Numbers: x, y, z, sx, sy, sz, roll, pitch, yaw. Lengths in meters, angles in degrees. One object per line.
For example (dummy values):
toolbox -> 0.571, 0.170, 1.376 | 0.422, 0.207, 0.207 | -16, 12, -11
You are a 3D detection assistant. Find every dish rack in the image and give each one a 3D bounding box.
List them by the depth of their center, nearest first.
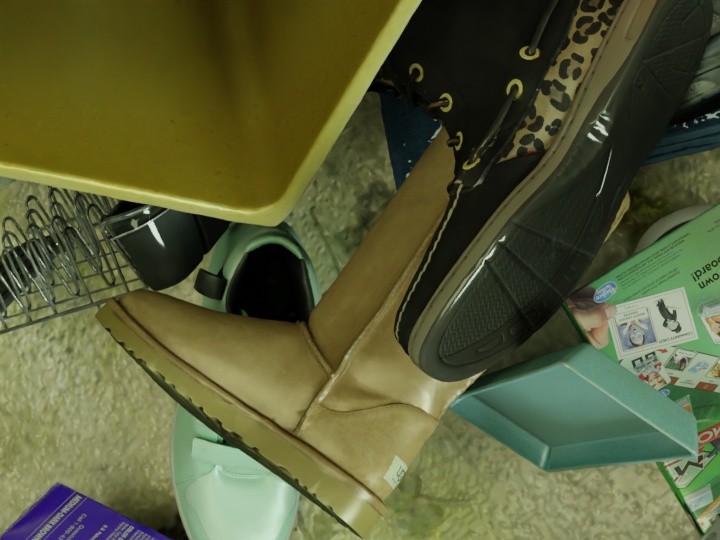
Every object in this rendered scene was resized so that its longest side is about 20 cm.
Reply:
dish rack -> -0.152, -0.019, 0.870 | 0.199, 0.154, 0.055 | -16, 110, 26

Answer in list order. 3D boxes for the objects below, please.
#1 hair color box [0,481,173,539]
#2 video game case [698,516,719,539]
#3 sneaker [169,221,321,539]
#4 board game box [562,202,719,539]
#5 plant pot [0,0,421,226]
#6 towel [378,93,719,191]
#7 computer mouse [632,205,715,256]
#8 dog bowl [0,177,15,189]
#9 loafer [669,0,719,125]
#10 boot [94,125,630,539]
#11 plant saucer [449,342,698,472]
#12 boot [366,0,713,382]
hair color box -> -0.103, 0.209, 0.879 | 0.199, 0.065, 0.110 | 21, 131, 21
video game case -> 0.208, 0.202, 0.730 | 0.199, 0.022, 0.183 | 34, 108, -12
sneaker -> -0.061, 0.073, 0.838 | 0.073, 0.118, 0.203 | 3, 93, -8
board game box -> 0.210, 0.020, 0.734 | 0.199, 0.029, 0.135 | -31, 80, 3
plant pot -> -0.095, -0.169, 0.697 | 0.196, 0.193, 0.201 | 124, 147, -43
towel -> 0.101, -0.100, 0.802 | 0.198, 0.048, 0.113 | -13, 86, 25
computer mouse -> 0.192, 0.064, 0.767 | 0.109, 0.044, 0.202 | -22, 80, 6
dog bowl -> -0.205, -0.136, 0.857 | 0.079, 0.200, 0.201 | 36, 106, 16
loafer -> 0.209, -0.138, 0.716 | 0.199, 0.073, 0.073 | -24, 84, -1
boot -> 0.000, 0.000, 0.755 | 0.175, 0.066, 0.201 | 35, 78, 14
plant saucer -> 0.092, 0.065, 0.742 | 0.070, 0.200, 0.019 | 33, 77, -5
boot -> 0.044, -0.065, 0.704 | 0.150, 0.073, 0.201 | 31, 89, 35
